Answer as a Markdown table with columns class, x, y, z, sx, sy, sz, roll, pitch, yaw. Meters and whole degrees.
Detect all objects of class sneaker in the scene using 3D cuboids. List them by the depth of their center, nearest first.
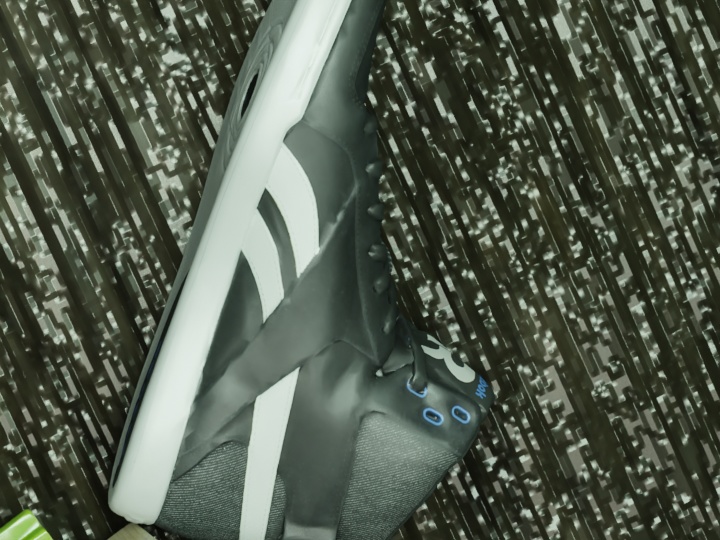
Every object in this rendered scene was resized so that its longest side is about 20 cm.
| class | x | y | z | sx | sy | sz | roll | pitch | yaw |
| --- | --- | --- | --- | --- | --- | --- | --- | --- | --- |
| sneaker | 0.000 | 0.000 | 0.973 | 0.111 | 0.073 | 0.201 | 18 | 103 | -10 |

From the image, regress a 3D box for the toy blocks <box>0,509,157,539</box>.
| class | x | y | z | sx | sy | sz | roll | pitch | yaw |
| --- | --- | --- | --- | --- | --- | --- | --- | --- | --- |
| toy blocks | -0.034 | 0.163 | 0.938 | 0.100 | 0.137 | 0.201 | -36 | 103 | -11 |
